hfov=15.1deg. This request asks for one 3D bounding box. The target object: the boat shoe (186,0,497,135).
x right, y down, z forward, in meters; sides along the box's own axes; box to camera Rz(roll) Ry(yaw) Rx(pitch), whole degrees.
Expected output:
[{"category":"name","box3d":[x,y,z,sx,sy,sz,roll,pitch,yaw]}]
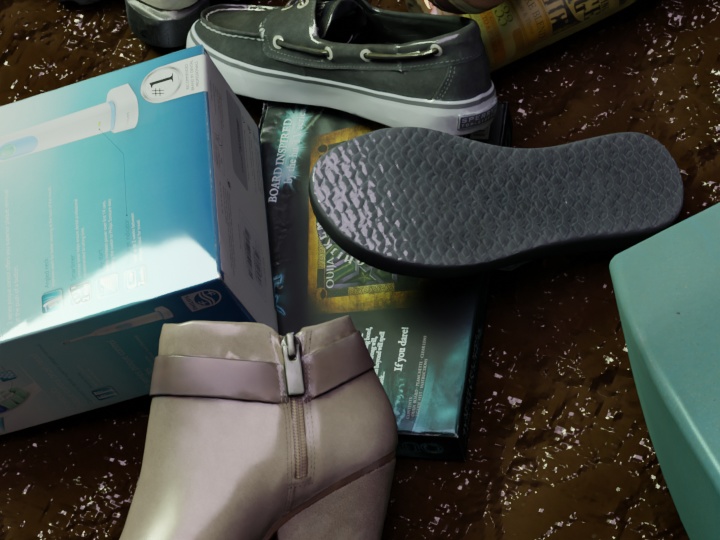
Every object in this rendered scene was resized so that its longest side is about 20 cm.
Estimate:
[{"category":"boat shoe","box3d":[-0.011,-0.120,1.429,0.199,0.057,0.068,16,33,35]}]

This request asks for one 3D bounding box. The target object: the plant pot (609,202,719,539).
[{"category":"plant pot","box3d":[0.202,0.066,1.247,0.141,0.142,0.200,-26,49,-7]}]

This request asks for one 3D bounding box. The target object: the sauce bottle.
[{"category":"sauce bottle","box3d":[0.123,-0.168,1.454,0.199,0.066,0.066,-28,56,-5]}]

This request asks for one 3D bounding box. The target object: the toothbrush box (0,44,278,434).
[{"category":"toothbrush box","box3d":[-0.150,-0.009,1.376,0.199,0.085,0.147,-16,55,12]}]

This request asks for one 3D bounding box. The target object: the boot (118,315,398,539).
[{"category":"boot","box3d":[-0.079,0.098,1.287,0.198,0.070,0.148,-6,87,-13]}]

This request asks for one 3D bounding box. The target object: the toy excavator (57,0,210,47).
[{"category":"toy excavator","box3d":[-0.062,-0.219,1.515,0.194,0.100,0.200,28,58,24]}]

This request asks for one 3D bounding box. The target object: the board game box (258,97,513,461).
[{"category":"board game box","box3d":[0.000,0.000,1.392,0.134,0.028,0.201,3,59,13]}]

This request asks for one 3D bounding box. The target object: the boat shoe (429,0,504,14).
[{"category":"boat shoe","box3d":[0.045,-0.200,1.435,0.072,0.072,0.201,-29,40,32]}]

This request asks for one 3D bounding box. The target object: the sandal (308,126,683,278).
[{"category":"sandal","box3d":[0.067,-0.029,1.363,0.199,0.043,0.077,0,67,-21]}]
